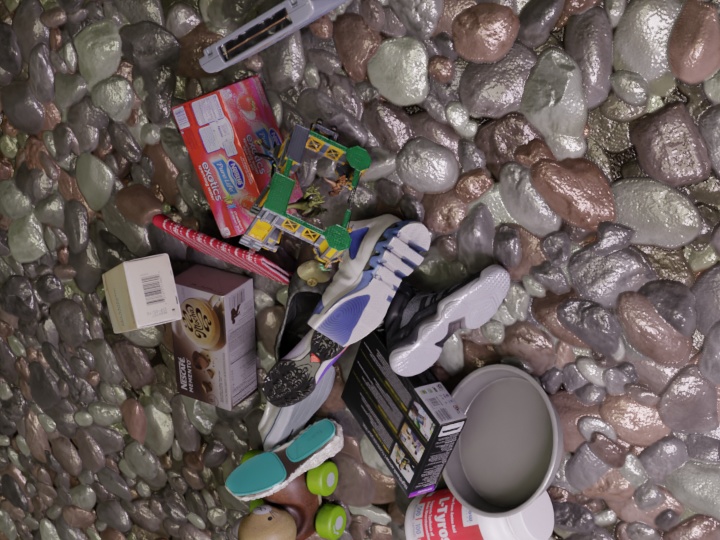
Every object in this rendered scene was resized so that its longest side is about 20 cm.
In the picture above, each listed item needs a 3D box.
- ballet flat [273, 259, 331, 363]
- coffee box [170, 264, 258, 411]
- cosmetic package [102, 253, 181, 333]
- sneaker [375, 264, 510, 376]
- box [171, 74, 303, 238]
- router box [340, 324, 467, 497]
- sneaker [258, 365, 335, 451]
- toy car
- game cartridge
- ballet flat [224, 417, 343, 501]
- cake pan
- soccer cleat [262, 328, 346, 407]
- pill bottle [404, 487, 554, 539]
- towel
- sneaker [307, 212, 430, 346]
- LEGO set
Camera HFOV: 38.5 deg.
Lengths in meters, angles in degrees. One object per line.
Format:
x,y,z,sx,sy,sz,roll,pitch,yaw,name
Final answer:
-0.083,0.068,1.517,0.066,0.057,0.201,12,127,-6,ballet flat
-0.230,0.105,1.622,0.112,0.080,0.202,14,118,27,coffee box
-0.342,0.039,1.601,0.200,0.072,0.105,-16,86,66,cosmetic package
0.100,0.041,1.379,0.200,0.075,0.114,-42,47,11,sneaker
-0.169,-0.159,1.450,0.099,0.095,0.202,-12,105,36,box
0.055,0.190,1.442,0.200,0.051,0.150,53,137,37,router box
-0.109,0.202,1.597,0.071,0.073,0.201,51,122,31,sneaker
-0.145,0.391,1.623,0.163,0.200,0.159,2,113,31,toy car
-0.100,-0.316,1.310,0.199,0.133,0.042,-20,100,38,game cartridge
-0.109,0.301,1.584,0.199,0.072,0.072,-29,97,-5,ballet flat
0.188,0.228,1.380,0.199,0.037,0.203,-14,70,42,cake pan
-0.068,0.124,1.508,0.068,0.073,0.200,43,115,3,soccer cleat
0.169,0.357,1.462,0.199,0.112,0.113,-24,98,38,pill bottle
-0.196,-0.030,1.515,0.198,0.145,0.023,20,83,24,towel
0.000,-0.001,1.399,0.200,0.080,0.115,-50,38,1,sneaker
-0.077,-0.088,1.367,0.152,0.202,0.116,17,148,-19,LEGO set
